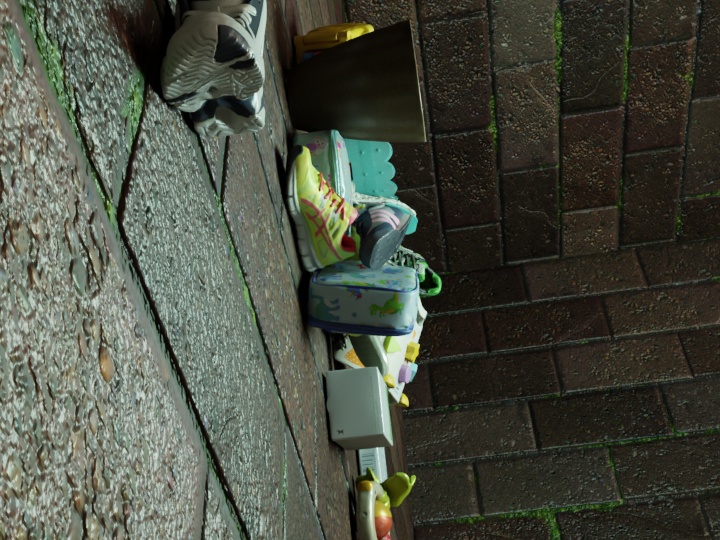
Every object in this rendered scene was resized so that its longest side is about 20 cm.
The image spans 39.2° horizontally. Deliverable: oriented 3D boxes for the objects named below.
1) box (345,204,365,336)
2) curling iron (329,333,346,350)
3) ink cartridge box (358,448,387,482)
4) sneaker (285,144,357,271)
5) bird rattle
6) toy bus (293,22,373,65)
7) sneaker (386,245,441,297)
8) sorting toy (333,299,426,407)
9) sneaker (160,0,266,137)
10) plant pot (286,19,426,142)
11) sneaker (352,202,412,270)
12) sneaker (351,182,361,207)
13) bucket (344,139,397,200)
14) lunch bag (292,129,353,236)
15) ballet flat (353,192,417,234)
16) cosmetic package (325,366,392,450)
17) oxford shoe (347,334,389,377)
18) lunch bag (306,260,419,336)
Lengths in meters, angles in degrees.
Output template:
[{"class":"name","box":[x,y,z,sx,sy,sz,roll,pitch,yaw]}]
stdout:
[{"class":"box","box":[0.000,0.000,1.616,0.050,0.075,0.200,23,56,-47]},{"class":"curling iron","box":[-0.047,0.058,1.615,0.050,0.026,0.200,-105,-177,-46]},{"class":"ink cartridge box","box":[0.019,0.332,1.959,0.200,0.041,0.200,70,13,-73]},{"class":"sneaker","box":[-0.052,-0.090,1.390,0.078,0.090,0.200,-91,171,-48]},{"class":"bird rattle","box":[0.021,0.428,1.689,0.163,0.113,0.200,49,45,-62]},{"class":"toy bus","box":[-0.046,-0.319,1.730,0.192,0.136,0.200,-44,130,-69]},{"class":"sneaker","box":[0.069,-0.019,1.761,0.200,0.085,0.078,36,65,-37]},{"class":"sorting toy","box":[0.062,0.129,1.778,0.180,0.107,0.200,-62,153,-16]},{"class":"sneaker","box":[-0.114,-0.191,0.783,0.199,0.079,0.130,57,25,-81]},{"class":"plant pot","box":[-0.009,-0.277,1.562,0.187,0.200,0.187,-8,90,-85]},{"class":"sneaker","box":[0.015,-0.055,1.488,0.070,0.082,0.200,-66,172,17]},{"class":"sneaker","box":[-0.028,-0.073,1.730,0.200,0.088,0.074,80,3,-49]},{"class":"bucket","box":[-0.006,-0.225,1.952,0.207,0.135,0.207,-7,90,-86]},{"class":"lunch bag","box":[-0.052,-0.124,1.540,0.200,0.077,0.161,39,43,-84]},{"class":"ballet flat","box":[0.017,-0.119,1.880,0.072,0.200,0.072,-28,-124,52]},{"class":"cosmetic package","box":[0.000,0.221,1.586,0.200,0.085,0.108,72,12,-76]},{"class":"oxford shoe","box":[0.008,0.090,1.666,0.200,0.058,0.075,60,-34,38]},{"class":"lunch bag","box":[0.003,0.038,1.453,0.200,0.161,0.083,-76,171,-80]}]
